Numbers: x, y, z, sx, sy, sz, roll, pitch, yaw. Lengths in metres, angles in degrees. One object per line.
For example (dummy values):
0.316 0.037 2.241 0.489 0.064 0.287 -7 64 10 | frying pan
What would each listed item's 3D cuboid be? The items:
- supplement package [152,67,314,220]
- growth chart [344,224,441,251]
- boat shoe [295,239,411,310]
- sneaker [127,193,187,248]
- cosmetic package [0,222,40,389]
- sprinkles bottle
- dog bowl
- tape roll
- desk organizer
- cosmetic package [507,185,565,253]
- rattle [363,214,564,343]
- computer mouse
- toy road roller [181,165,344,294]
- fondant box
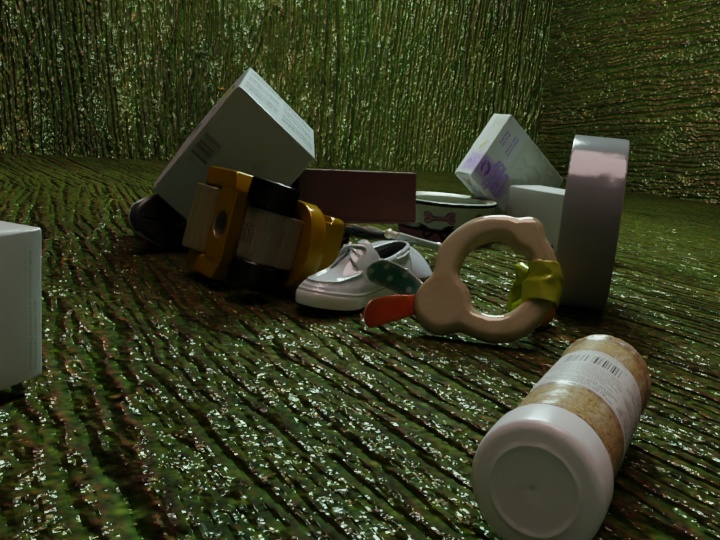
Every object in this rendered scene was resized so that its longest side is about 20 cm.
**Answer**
-0.180 -0.169 1.082 0.147 0.191 0.201 41 13 -18 | supplement package
0.030 -0.055 1.125 0.142 0.018 0.198 11 0 -35 | growth chart
0.000 0.000 0.826 0.071 0.071 0.197 14 14 39 | boat shoe
-0.311 -0.070 1.084 0.112 0.078 0.200 -1 1 16 | sneaker
-0.322 0.014 0.497 0.194 0.111 0.085 10 12 19 | cosmetic package
0.128 0.092 0.433 0.067 0.070 0.199 10 12 27 | sprinkles bottle
0.156 -0.100 1.368 0.194 0.076 0.200 5 12 -1 | dog bowl
0.277 -0.057 0.878 0.064 0.207 0.200 8 12 18 | tape roll
-0.012 -0.113 1.130 0.194 0.080 0.071 0 4 -19 | desk organizer
0.358 -0.091 1.315 0.083 0.111 0.199 -3 12 -30 | cosmetic package
0.106 0.025 0.759 0.195 0.133 0.143 -22 -2 6 | rattle
0.016 -0.024 1.015 0.196 0.045 0.109 12 13 33 | computer mouse
-0.110 -0.040 0.871 0.144 0.126 0.198 14 3 -42 | toy road roller
0.296 -0.186 1.438 0.199 0.146 0.058 40 -8 -29 | fondant box
